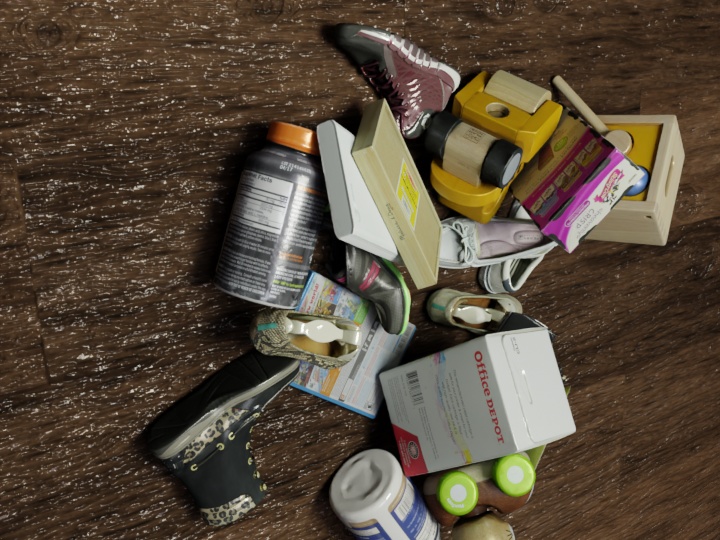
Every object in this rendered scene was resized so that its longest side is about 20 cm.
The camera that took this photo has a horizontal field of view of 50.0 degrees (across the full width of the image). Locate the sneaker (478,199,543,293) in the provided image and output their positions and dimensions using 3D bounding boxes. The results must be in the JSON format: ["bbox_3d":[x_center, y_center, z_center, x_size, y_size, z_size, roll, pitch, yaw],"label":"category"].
[{"bbox_3d":[0.255,-0.049,1.161,0.073,0.070,0.202,36,78,-35],"label":"sneaker"}]

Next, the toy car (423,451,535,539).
[{"bbox_3d":[0.183,0.360,1.064,0.156,0.164,0.203,-16,81,-3],"label":"toy car"}]

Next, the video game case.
[{"bbox_3d":[-0.024,0.103,1.037,0.199,0.018,0.145,29,85,-36],"label":"video game case"}]

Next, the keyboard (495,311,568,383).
[{"bbox_3d":[0.223,0.169,1.142,0.126,0.021,0.201,32,100,1],"label":"keyboard"}]

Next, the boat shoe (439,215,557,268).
[{"bbox_3d":[0.181,-0.043,1.080,0.199,0.065,0.076,-1,86,-7],"label":"boat shoe"}]

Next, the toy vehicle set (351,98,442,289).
[{"bbox_3d":[0.050,-0.094,0.949,0.125,0.026,0.201,-75,144,-53],"label":"toy vehicle set"}]

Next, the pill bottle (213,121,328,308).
[{"bbox_3d":[-0.095,-0.066,0.891,0.105,0.106,0.203,14,93,-36],"label":"pill bottle"}]

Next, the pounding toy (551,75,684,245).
[{"bbox_3d":[0.365,-0.166,1.142,0.142,0.182,0.202,43,61,-51],"label":"pounding toy"}]

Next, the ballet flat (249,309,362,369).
[{"bbox_3d":[-0.045,0.081,0.927,0.199,0.075,0.069,16,68,-52],"label":"ballet flat"}]

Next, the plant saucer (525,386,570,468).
[{"bbox_3d":[0.280,0.271,1.228,0.201,0.031,0.201,-55,160,-32],"label":"plant saucer"}]

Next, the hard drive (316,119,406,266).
[{"bbox_3d":[0.013,-0.085,0.923,0.200,0.026,0.134,20,57,-65],"label":"hard drive"}]

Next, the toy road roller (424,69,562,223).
[{"bbox_3d":[0.171,-0.160,1.047,0.200,0.122,0.147,-46,156,-33],"label":"toy road roller"}]

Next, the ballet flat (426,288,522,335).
[{"bbox_3d":[0.184,0.068,1.145,0.198,0.062,0.069,5,98,-36],"label":"ballet flat"}]

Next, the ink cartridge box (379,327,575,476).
[{"bbox_3d":[0.154,0.174,1.029,0.143,0.199,0.147,-3,73,-44],"label":"ink cartridge box"}]

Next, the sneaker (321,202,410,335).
[{"bbox_3d":[0.000,0.000,1.000,0.083,0.077,0.202,-32,106,-18],"label":"sneaker"}]

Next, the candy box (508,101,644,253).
[{"bbox_3d":[0.274,-0.130,1.036,0.061,0.201,0.137,33,110,-23],"label":"candy box"}]

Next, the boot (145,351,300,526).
[{"bbox_3d":[-0.143,0.203,0.947,0.202,0.073,0.155,-33,121,-20],"label":"boot"}]

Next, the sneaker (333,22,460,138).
[{"bbox_3d":[0.039,-0.225,0.969,0.198,0.075,0.117,15,96,-37],"label":"sneaker"}]

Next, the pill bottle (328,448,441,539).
[{"bbox_3d":[0.047,0.355,1.089,0.111,0.110,0.201,-43,122,-19],"label":"pill bottle"}]
